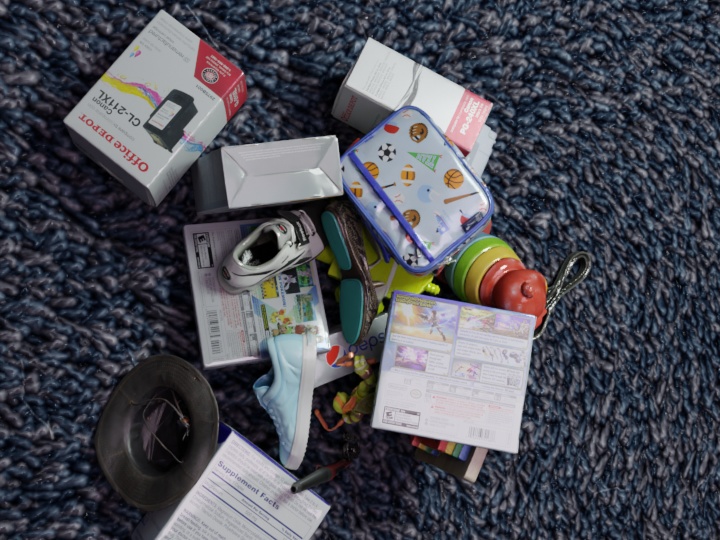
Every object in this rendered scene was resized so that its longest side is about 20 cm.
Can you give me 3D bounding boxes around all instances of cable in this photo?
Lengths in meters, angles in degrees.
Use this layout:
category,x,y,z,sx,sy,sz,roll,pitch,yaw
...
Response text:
category,x,y,z,sx,sy,sz,roll,pitch,yaw
cable,0.308,0.044,1.507,0.198,0.050,0.098,-28,99,-19

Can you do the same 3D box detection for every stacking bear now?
category,x,y,z,sx,sy,sz,roll,pitch,yaw
stacking bear,0.196,0.010,1.363,0.112,0.200,0.123,-18,122,-22

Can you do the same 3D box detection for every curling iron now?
category,x,y,z,sx,sy,sz,roll,pitch,yaw
curling iron,-0.050,0.274,1.313,0.199,0.025,0.051,-18,107,-63

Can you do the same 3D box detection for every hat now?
category,x,y,z,sx,sy,sz,roll,pitch,yaw
hat,-0.255,0.215,1.254,0.197,0.081,0.204,-4,81,22

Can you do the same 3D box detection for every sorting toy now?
category,x,y,z,sx,sy,sz,roll,pitch,yaw
sorting toy,0.136,0.184,1.360,0.069,0.198,0.203,26,81,-14

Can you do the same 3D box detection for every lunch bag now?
category,x,y,z,sx,sy,sz,roll,pitch,yaw
lunch bag,0.069,-0.096,1.213,0.159,0.076,0.201,-37,82,-1

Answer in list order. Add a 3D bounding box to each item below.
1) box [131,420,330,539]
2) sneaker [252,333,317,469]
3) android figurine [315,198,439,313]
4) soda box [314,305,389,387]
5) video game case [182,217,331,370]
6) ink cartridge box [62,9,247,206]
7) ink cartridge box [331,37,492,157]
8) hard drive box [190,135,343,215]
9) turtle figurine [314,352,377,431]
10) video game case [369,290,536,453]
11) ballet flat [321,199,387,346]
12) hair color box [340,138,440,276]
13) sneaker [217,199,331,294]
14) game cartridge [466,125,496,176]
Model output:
category,x,y,z,sx,sy,sz,roll,pitch,yaw
box,-0.177,0.343,1.280,0.183,0.105,0.201,41,77,-18
sneaker,-0.106,0.174,1.265,0.080,0.074,0.203,5,109,-5
android figurine,0.031,-0.028,1.362,0.197,0.041,0.185,19,83,2
soda box,-0.016,0.110,1.364,0.197,0.068,0.064,-20,97,-20
video game case,-0.144,0.026,1.298,0.179,0.022,0.203,-6,73,-19
ink cartridge box,-0.265,-0.210,1.227,0.145,0.083,0.201,36,76,3
ink cartridge box,0.068,-0.228,1.330,0.198,0.145,0.084,28,79,-4
hard drive box,-0.129,-0.124,1.244,0.153,0.200,0.078,-8,94,-20
turtle figurine,0.024,0.167,1.328,0.159,0.202,0.065,-17,54,-24
video game case,0.123,0.135,1.251,0.196,0.045,0.185,10,82,-1
ballet flat,0.000,0.000,1.303,0.074,0.067,0.204,-16,100,-32
hair color box,0.052,-0.085,1.299,0.200,0.102,0.061,42,86,7
sneaker,-0.101,-0.041,1.276,0.199,0.089,0.074,-37,83,-26
game cartridge,0.118,-0.152,1.436,0.132,0.040,0.202,29,80,-24
